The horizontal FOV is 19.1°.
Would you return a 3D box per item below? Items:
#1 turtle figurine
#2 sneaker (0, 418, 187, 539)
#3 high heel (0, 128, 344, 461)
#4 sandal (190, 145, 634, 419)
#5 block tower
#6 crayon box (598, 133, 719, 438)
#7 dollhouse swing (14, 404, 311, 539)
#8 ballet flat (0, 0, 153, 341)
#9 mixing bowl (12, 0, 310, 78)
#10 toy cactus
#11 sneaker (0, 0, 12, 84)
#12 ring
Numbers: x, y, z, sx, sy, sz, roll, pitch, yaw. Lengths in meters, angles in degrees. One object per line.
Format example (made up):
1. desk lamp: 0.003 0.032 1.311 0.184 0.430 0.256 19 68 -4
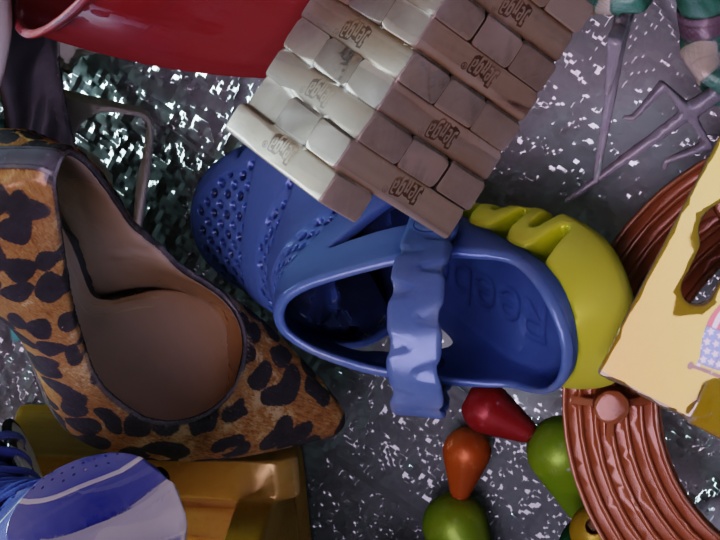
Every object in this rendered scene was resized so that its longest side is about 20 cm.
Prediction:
1. turtle figurine: 0.095 -0.111 0.696 0.101 0.150 0.200 45 112 16
2. sneaker: -0.135 0.098 0.767 0.115 0.080 0.200 66 150 20
3. high heel: -0.067 0.015 0.748 0.199 0.072 0.142 23 155 -23
4. sandal: 0.000 0.000 0.765 0.200 0.087 0.080 18 123 45
5. block tower: 0.044 -0.105 0.618 0.200 0.058 0.054 -57 43 4
6. crayon box: 0.193 0.019 0.715 0.199 0.051 0.127 27 99 -3
7. dollhouse swing: -0.089 0.176 0.834 0.181 0.176 0.201 0 105 19
8. ballet flat: -0.115 -0.069 0.821 0.073 0.073 0.201 -2 105 20
9. mixing bowl: -0.018 -0.139 0.700 0.108 0.200 0.200 29 121 -22
10. toy cactus: 0.082 0.148 0.834 0.164 0.102 0.201 15 108 2
11. sneaker: -0.197 -0.122 0.737 0.200 0.112 0.073 59 135 41
12. ring: 0.171 0.047 0.756 0.200 0.019 0.201 1 100 4
